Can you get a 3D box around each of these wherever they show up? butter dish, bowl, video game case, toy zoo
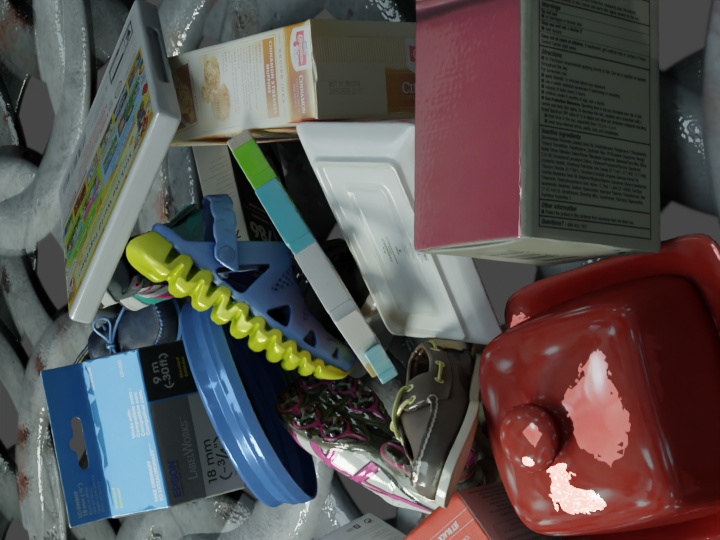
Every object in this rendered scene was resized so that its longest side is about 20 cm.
[{"bbox_3d":[0.150,0.096,0.937,0.199,0.147,0.201,-21,82,47],"label":"butter dish"},{"bbox_3d":[-0.095,0.108,1.221,0.039,0.201,0.201,-24,74,5],"label":"bowl"},{"bbox_3d":[-0.197,-0.089,1.152,0.201,0.023,0.182,-61,28,28],"label":"video game case"},{"bbox_3d":[-0.029,0.001,1.066,0.200,0.020,0.131,58,179,24],"label":"toy zoo"}]

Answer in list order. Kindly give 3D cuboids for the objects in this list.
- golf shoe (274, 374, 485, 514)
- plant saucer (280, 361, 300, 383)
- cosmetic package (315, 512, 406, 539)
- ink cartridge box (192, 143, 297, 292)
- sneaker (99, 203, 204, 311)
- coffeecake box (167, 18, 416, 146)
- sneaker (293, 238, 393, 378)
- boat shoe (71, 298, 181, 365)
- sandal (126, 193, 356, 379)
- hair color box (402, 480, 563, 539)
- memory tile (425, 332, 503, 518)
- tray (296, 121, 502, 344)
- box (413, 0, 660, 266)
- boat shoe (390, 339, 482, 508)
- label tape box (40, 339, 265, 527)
[{"bbox_3d":[0.011,0.147,1.140,0.199,0.073,0.092,22,139,37],"label":"golf shoe"},{"bbox_3d":[-0.083,0.008,1.307,0.201,0.019,0.070,58,135,24],"label":"plant saucer"},{"bbox_3d":[0.045,0.289,1.147,0.200,0.085,0.108,23,124,47],"label":"cosmetic package"},{"bbox_3d":[-0.094,-0.055,1.218,0.039,0.099,0.201,-22,69,21],"label":"ink cartridge box"},{"bbox_3d":[-0.181,-0.012,1.306,0.120,0.200,0.084,-23,84,5],"label":"sneaker"},{"bbox_3d":[-0.038,-0.143,1.115,0.199,0.153,0.074,-3,92,50],"label":"coffeecake box"},{"bbox_3d":[0.000,0.000,1.162,0.099,0.070,0.200,55,138,21],"label":"sneaker"},{"bbox_3d":[-0.247,0.090,1.478,0.200,0.068,0.084,-50,60,42],"label":"boat shoe"},{"bbox_3d":[-0.079,0.012,1.116,0.200,0.087,0.079,38,165,-14],"label":"sandal"},{"bbox_3d":[0.128,0.246,1.003,0.064,0.111,0.200,-46,67,21],"label":"hair color box"},{"bbox_3d":[0.103,0.145,1.111,0.153,0.017,0.201,12,107,49],"label":"memory tile"},{"bbox_3d":[0.027,-0.019,1.023,0.107,0.022,0.201,4,133,36],"label":"tray"},{"bbox_3d":[0.114,-0.109,0.935,0.109,0.127,0.201,-7,81,52],"label":"box"},{"bbox_3d":[0.051,0.102,1.006,0.059,0.200,0.072,20,111,3],"label":"boat shoe"},{"bbox_3d":[-0.173,0.139,1.296,0.063,0.199,0.145,-15,86,51],"label":"label tape box"}]
